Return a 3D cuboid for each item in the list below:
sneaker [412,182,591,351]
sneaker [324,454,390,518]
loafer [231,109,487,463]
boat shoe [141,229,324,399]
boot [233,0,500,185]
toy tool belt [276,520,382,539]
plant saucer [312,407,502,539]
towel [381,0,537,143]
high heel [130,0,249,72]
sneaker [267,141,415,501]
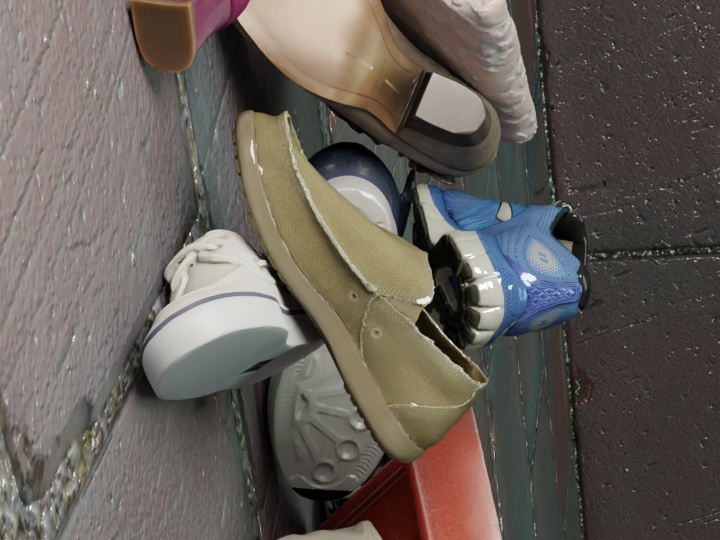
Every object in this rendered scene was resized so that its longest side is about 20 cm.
[{"bbox_3d":[0.078,-0.002,1.131,0.200,0.089,0.079,-125,-147,-72],"label":"sneaker"},{"bbox_3d":[0.000,0.174,1.327,0.201,0.075,0.088,-86,153,-47],"label":"sneaker"},{"bbox_3d":[0.000,0.000,1.019,0.201,0.067,0.076,61,6,-20],"label":"loafer"},{"bbox_3d":[-0.068,0.016,0.993,0.070,0.071,0.200,61,12,7],"label":"boat shoe"},{"bbox_3d":[-0.006,-0.116,1.169,0.070,0.200,0.146,-55,-175,-5],"label":"boot"},{"bbox_3d":[-0.008,0.240,1.059,0.201,0.124,0.123,-95,173,-47],"label":"toy tool belt"},{"bbox_3d":[0.022,0.205,1.167,0.200,0.037,0.201,-47,-133,49],"label":"plant saucer"},{"bbox_3d":[0.016,-0.159,1.197,0.032,0.191,0.200,-55,162,-8],"label":"towel"},{"bbox_3d":[-0.080,-0.198,0.945,0.096,0.067,0.201,-65,167,-49],"label":"high heel"},{"bbox_3d":[-0.012,0.023,1.230,0.147,0.080,0.201,-93,-173,-74],"label":"sneaker"}]
